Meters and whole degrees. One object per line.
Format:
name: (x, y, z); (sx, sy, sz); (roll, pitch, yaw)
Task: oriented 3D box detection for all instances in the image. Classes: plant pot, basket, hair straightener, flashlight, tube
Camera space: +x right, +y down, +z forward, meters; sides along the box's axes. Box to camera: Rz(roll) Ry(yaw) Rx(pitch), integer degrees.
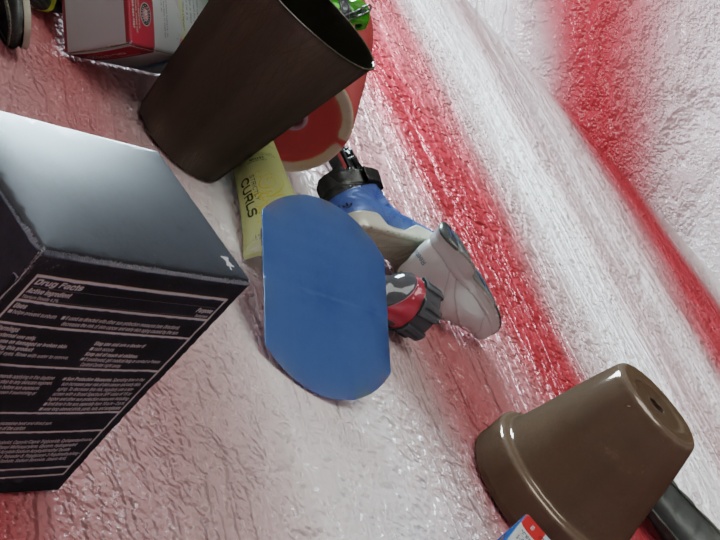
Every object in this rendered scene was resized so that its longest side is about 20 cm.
plant pot: (-0.077, -0.219, 1.725); (0.200, 0.200, 0.178); (36, 29, -27)
basket: (-0.117, -0.197, 1.537); (0.180, 0.200, 0.137); (38, 22, -28)
hair straightener: (-0.022, -0.156, 1.922); (0.077, 0.041, 0.201); (20, 32, -53)
flashlight: (0.000, 0.000, 1.603); (0.199, 0.068, 0.068); (36, 22, -30)
tube: (-0.095, -0.075, 1.563); (0.052, 0.058, 0.201); (30, 23, -29)
plant pot: (0.244, 0.192, 1.574); (0.200, 0.175, 0.201); (41, 18, -16)

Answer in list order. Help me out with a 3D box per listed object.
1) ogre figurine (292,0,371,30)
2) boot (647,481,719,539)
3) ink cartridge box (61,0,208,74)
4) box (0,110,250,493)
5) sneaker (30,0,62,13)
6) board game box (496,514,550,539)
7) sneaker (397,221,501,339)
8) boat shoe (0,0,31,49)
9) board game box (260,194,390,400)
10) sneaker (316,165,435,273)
ogre figurine: (-0.088, -0.320, 1.634); (0.120, 0.098, 0.202); (-35, 98, -41)
boot: (0.371, 0.266, 1.864); (0.199, 0.073, 0.182); (38, 33, -5)
ink cartridge box: (-0.221, -0.286, 1.588); (0.199, 0.082, 0.148); (1, 85, -66)
box: (-0.206, 0.022, 0.893); (0.124, 0.198, 0.199); (53, 19, 22)
sneaker: (-0.307, -0.313, 1.596); (0.200, 0.075, 0.076); (-50, 135, -58)
board game box: (0.169, 0.326, 1.315); (0.196, 0.056, 0.200); (48, 18, 7)
sneaker: (0.102, 0.023, 1.781); (0.200, 0.087, 0.075); (54, 4, -48)
boat shoe: (-0.360, -0.284, 1.435); (0.067, 0.072, 0.202); (-16, 65, -28)
board game box: (-0.043, 0.030, 1.449); (0.157, 0.039, 0.203); (18, 59, -40)
sneaker: (0.026, -0.063, 1.776); (0.199, 0.077, 0.112); (15, 44, -47)
